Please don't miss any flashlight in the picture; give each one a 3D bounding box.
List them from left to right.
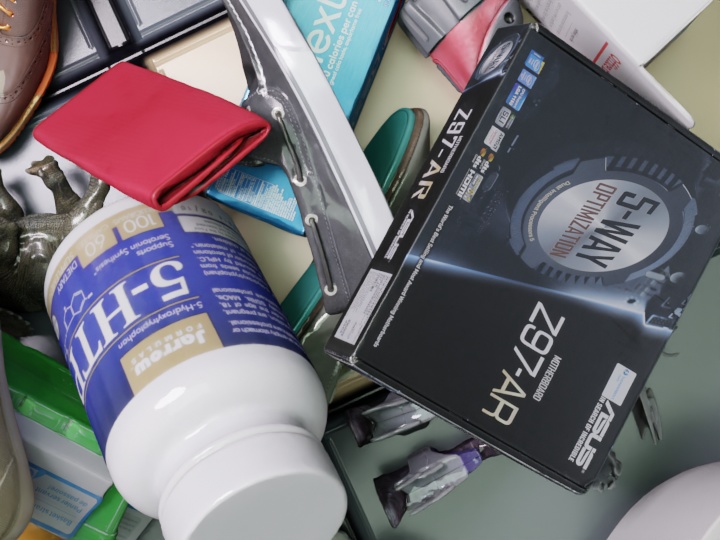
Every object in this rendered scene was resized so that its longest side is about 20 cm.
[{"bbox_3d":[0.109,-0.095,0.816,0.200,0.068,0.068,47,54,1],"label":"flashlight"}]

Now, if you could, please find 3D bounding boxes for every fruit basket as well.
[{"bbox_3d":[-0.219,0.143,0.793,0.185,0.094,0.200,34,98,-27],"label":"fruit basket"}]

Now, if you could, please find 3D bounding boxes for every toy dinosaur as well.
[{"bbox_3d":[-0.180,-0.012,0.836,0.199,0.077,0.103,-21,115,-6],"label":"toy dinosaur"}]

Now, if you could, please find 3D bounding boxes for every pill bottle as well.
[{"bbox_3d":[-0.086,0.063,0.739,0.120,0.120,0.200,-35,50,3],"label":"pill bottle"}]

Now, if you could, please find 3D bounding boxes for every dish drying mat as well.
[{"bbox_3d":[-0.121,-0.077,0.771,0.077,0.200,0.018,-41,120,-14],"label":"dish drying mat"}]

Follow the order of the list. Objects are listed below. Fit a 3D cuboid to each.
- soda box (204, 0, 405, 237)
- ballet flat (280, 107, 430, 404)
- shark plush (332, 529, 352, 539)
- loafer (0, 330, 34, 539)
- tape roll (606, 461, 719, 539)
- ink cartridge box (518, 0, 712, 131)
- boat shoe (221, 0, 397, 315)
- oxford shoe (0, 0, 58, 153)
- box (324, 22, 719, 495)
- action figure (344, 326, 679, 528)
[{"bbox_3d":[-0.023,-0.123,0.821,0.064,0.068,0.201,22,91,2],"label":"soda box"},{"bbox_3d":[0.000,0.000,0.829,0.064,0.067,0.200,30,90,-24],"label":"ballet flat"},{"bbox_3d":[-0.079,0.138,0.825,0.083,0.091,0.201,-26,93,33],"label":"shark plush"},{"bbox_3d":[-0.217,0.046,0.696,0.075,0.068,0.201,-23,83,0],"label":"loafer"},{"bbox_3d":[0.235,0.201,0.745,0.202,0.139,0.204,1,81,-8],"label":"tape roll"},{"bbox_3d":[0.133,-0.169,0.789,0.067,0.116,0.200,-44,87,1],"label":"ink cartridge box"},{"bbox_3d":[-0.038,-0.068,0.757,0.066,0.070,0.201,-26,98,-1],"label":"boat shoe"},{"bbox_3d":[-0.216,-0.166,0.831,0.071,0.073,0.201,14,91,3],"label":"oxford shoe"},{"bbox_3d":[0.097,-0.004,0.742,0.160,0.044,0.200,31,84,-20],"label":"box"},{"bbox_3d":[0.096,0.077,0.813,0.199,0.069,0.131,-24,83,0],"label":"action figure"}]
